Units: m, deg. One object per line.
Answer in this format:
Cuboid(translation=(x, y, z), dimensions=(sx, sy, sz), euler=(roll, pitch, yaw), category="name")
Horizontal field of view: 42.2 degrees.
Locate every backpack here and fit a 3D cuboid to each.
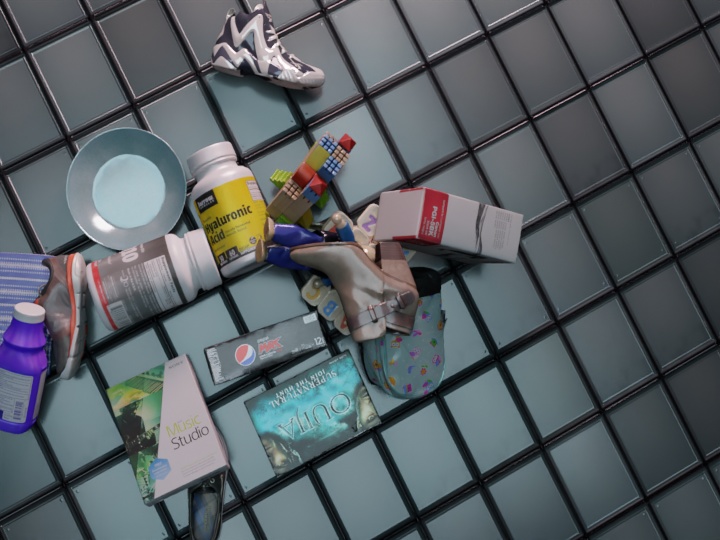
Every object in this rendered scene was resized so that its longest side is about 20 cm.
Cuboid(translation=(0.065, 0.106, 1.519), dimensions=(0.163, 0.126, 0.205), euler=(-6, 100, -16), category="backpack")

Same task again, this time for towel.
Cuboid(translation=(-0.572, 0.073, 1.529), dimensions=(0.141, 0.024, 0.205), euler=(3, 82, -4), category="towel")

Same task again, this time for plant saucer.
Cuboid(translation=(-0.387, -0.133, 1.554), dimensions=(0.196, 0.039, 0.206), euler=(1, 84, -5), category="plant saucer")

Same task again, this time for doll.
Cuboid(translation=(-0.061, -0.033, 1.478), dimensions=(0.196, 0.049, 0.138), euler=(11, 120, -23), category="doll")

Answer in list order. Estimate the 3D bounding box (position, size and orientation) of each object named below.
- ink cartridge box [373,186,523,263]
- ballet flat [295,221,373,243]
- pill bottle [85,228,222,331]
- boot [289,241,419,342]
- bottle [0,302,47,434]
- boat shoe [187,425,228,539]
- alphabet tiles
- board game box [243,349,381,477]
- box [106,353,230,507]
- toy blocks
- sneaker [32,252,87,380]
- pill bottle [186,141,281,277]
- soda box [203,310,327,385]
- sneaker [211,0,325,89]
Cuboid(translation=(0.142, -0.069, 1.513), dimensions=(0.196, 0.146, 0.085), euler=(12, 85, -27), category="ink cartridge box")
Cuboid(translation=(-0.048, -0.045, 1.566), dimensions=(0.195, 0.064, 0.078), euler=(4, 84, -6), category="ballet flat")
Cuboid(translation=(-0.332, 0.010, 1.508), dimensions=(0.196, 0.114, 0.116), euler=(-21, 87, -7), category="pill bottle")
Cuboid(translation=(-0.007, 0.034, 1.414), dimensions=(0.195, 0.070, 0.150), euler=(-2, 82, -5), category="boot")
Cuboid(translation=(-0.537, 0.153, 1.467), dimensions=(0.082, 0.065, 0.204), euler=(16, 106, 2), category="bottle")
Cuboid(translation=(-0.249, 0.351, 1.512), dimensions=(0.067, 0.057, 0.205), euler=(-1, 85, -5), category="boat shoe")
Cuboid(translation=(0.000, 0.000, 1.548), dimensions=(0.200, 0.015, 0.196), euler=(42, 87, -25), category="alphabet tiles")
Cuboid(translation=(-0.079, 0.237, 1.554), dimensions=(0.197, 0.028, 0.138), euler=(-26, 87, -7), category="board game box")
Cuboid(translation=(-0.310, 0.254, 1.499), dimensions=(0.142, 0.036, 0.203), euler=(-24, 68, -7), category="box")
Cuboid(translation=(-0.072, -0.159, 1.501), dimensions=(0.099, 0.136, 0.201), euler=(39, 55, -9), category="toy blocks")
Cuboid(translation=(-0.488, 0.074, 1.506), dimensions=(0.080, 0.077, 0.205), euler=(1, 82, -6), category="sneaker")
Cuboid(translation=(-0.212, -0.101, 1.532), dimensions=(0.109, 0.111, 0.204), euler=(-23, 86, -7), category="pill bottle")
Cuboid(translation=(-0.155, 0.127, 1.535), dimensions=(0.196, 0.071, 0.065), euler=(-18, 87, -6), category="soda box")
Cuboid(translation=(-0.147, -0.387, 1.579), dimensions=(0.194, 0.079, 0.133), euler=(12, 92, 6), category="sneaker")
